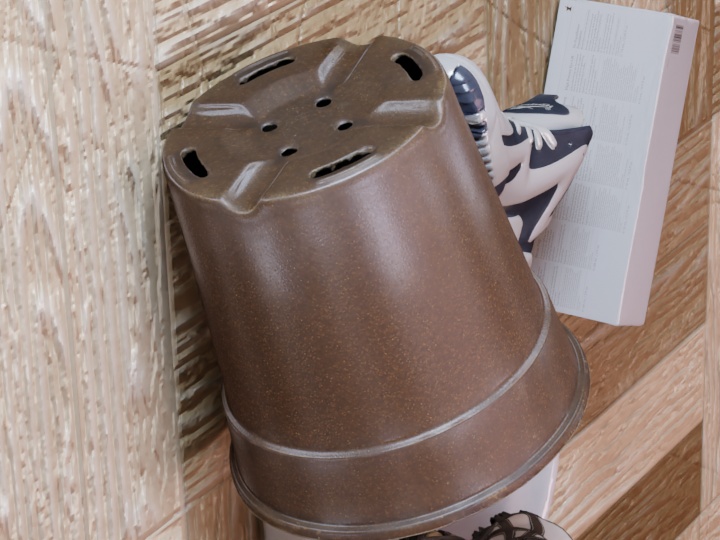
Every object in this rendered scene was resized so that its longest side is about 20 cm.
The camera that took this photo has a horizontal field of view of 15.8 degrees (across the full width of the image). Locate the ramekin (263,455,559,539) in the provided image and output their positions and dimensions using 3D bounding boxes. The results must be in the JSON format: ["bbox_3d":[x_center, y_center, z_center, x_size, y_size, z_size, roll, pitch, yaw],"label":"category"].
[{"bbox_3d":[0.029,0.122,1.512,0.200,0.098,0.201,-30,127,-51],"label":"ramekin"}]

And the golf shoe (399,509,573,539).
[{"bbox_3d":[0.092,0.182,1.455,0.200,0.094,0.078,-1,101,-61],"label":"golf shoe"}]

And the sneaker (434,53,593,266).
[{"bbox_3d":[0.080,-0.082,1.539,0.130,0.079,0.199,-58,145,-32],"label":"sneaker"}]

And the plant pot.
[{"bbox_3d":[0.000,0.000,1.335,0.200,0.200,0.199,-49,133,-39],"label":"plant pot"}]

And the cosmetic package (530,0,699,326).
[{"bbox_3d":[0.156,-0.070,1.672,0.051,0.082,0.201,-1,103,-62],"label":"cosmetic package"}]
